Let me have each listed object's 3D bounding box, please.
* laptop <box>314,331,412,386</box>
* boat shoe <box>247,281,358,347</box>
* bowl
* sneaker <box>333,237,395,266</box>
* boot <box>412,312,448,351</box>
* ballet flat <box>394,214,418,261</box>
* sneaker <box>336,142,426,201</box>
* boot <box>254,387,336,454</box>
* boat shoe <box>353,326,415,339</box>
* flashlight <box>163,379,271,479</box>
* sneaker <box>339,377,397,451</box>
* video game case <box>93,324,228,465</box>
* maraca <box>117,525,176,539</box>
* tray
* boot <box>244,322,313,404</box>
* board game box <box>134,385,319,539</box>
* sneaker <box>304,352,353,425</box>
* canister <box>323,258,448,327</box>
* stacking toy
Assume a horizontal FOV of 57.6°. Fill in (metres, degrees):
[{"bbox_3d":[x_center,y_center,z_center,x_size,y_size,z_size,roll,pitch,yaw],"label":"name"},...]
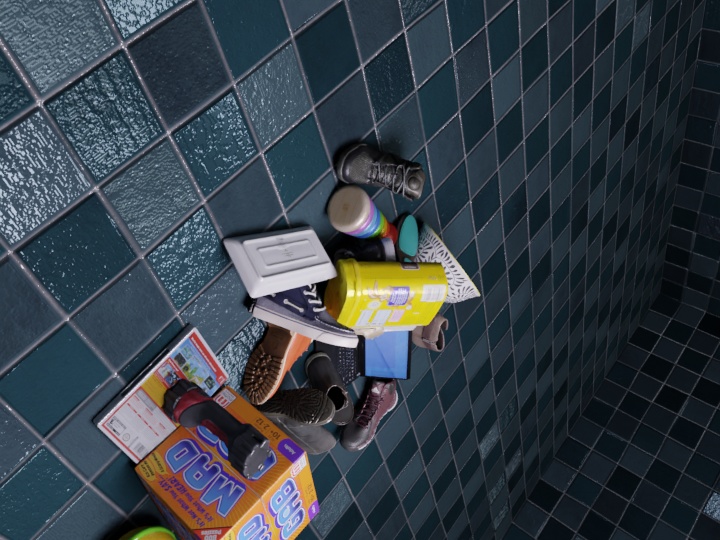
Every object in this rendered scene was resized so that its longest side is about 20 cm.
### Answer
[{"bbox_3d":[0.009,0.190,1.376,0.199,0.102,0.181,-31,133,-39],"label":"laptop"},{"bbox_3d":[-0.088,0.058,1.101,0.075,0.196,0.095,6,102,-87],"label":"boat shoe"},{"bbox_3d":[0.164,0.001,1.423,0.094,0.202,0.201,-37,144,4],"label":"bowl"},{"bbox_3d":[0.000,0.000,1.275,0.111,0.077,0.201,-5,156,-11],"label":"sneaker"},{"bbox_3d":[0.125,0.083,1.424,0.070,0.145,0.203,-40,138,-26],"label":"boot"},{"bbox_3d":[0.080,-0.023,1.352,0.073,0.072,0.204,51,35,-53],"label":"ballet flat"},{"bbox_3d":[0.048,-0.179,1.194,0.197,0.113,0.078,2,108,-51],"label":"sneaker"},{"bbox_3d":[-0.094,0.300,1.260,0.073,0.178,0.202,-63,142,-32],"label":"boot"},{"bbox_3d":[0.018,0.097,1.299,0.195,0.075,0.070,11,110,-11],"label":"boat shoe"},{"bbox_3d":[-0.220,0.240,0.991,0.068,0.198,0.069,-35,138,-31],"label":"flashlight"},{"bbox_3d":[0.018,0.303,1.478,0.200,0.075,0.117,-47,151,-40],"label":"sneaker"},{"bbox_3d":[-0.308,0.201,1.040,0.200,0.017,0.144,-47,141,-23],"label":"video game case"},{"bbox_3d":[-0.354,0.504,1.088,0.137,0.106,0.203,-41,139,-30],"label":"maraca"},{"bbox_3d":[-0.123,-0.024,1.076,0.198,0.109,0.022,-14,158,-48],"label":"tray"},{"bbox_3d":[-0.137,0.152,1.192,0.107,0.074,0.203,29,86,-60],"label":"boot"},{"bbox_3d":[-0.213,0.367,1.094,0.199,0.198,0.203,-41,144,-30],"label":"board game box"},{"bbox_3d":[-0.053,0.270,1.321,0.074,0.107,0.202,-28,128,-6],"label":"sneaker"},{"bbox_3d":[0.045,0.045,1.195,0.195,0.088,0.150,0,144,-20],"label":"canister"},{"bbox_3d":[0.016,-0.086,1.243,0.087,0.084,0.199,-62,150,-3],"label":"stacking toy"}]
